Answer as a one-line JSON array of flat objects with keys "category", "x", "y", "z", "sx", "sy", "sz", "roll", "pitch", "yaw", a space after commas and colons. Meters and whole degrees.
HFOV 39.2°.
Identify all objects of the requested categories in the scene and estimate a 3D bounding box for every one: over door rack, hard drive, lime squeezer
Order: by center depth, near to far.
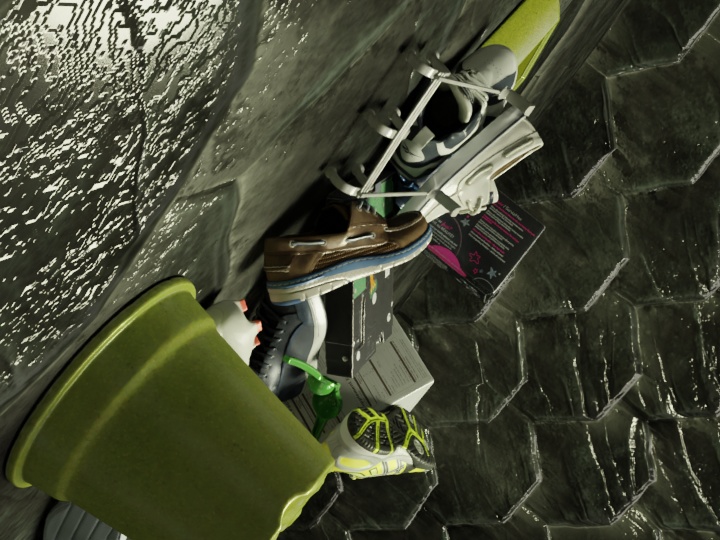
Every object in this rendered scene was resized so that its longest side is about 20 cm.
[{"category": "over door rack", "x": 0.064, "y": -0.135, "z": 1.000, "sx": 0.200, "sy": 0.067, "sz": 0.148, "roll": 5, "pitch": 126, "yaw": -52}, {"category": "lime squeezer", "x": -0.052, "y": 0.137, "z": 1.088, "sx": 0.070, "sy": 0.038, "sz": 0.200, "roll": -28, "pitch": 140, "yaw": -23}, {"category": "hard drive", "x": 0.000, "y": 0.000, "z": 1.115, "sx": 0.140, "sy": 0.038, "sz": 0.201, "roll": -43, "pitch": 137, "yaw": -62}]

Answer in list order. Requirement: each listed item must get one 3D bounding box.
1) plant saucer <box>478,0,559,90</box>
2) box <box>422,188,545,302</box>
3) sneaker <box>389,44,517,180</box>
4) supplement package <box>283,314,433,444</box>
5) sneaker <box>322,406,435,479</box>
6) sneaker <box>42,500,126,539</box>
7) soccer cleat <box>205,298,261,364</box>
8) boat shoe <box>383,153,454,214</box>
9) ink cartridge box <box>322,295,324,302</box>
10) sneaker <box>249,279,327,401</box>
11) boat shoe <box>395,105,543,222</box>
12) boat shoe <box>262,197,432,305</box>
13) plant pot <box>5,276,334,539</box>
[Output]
[{"category": "plant saucer", "x": 0.188, "y": -0.267, "z": 1.348, "sx": 0.200, "sy": 0.048, "sz": 0.200, "roll": -49, "pitch": 173, "yaw": -25}, {"category": "box", "x": 0.128, "y": -0.067, "z": 1.341, "sx": 0.115, "sy": 0.200, "sz": 0.132, "roll": -50, "pitch": 174, "yaw": -4}, {"category": "sneaker", "x": 0.116, "y": -0.192, "z": 1.110, "sx": 0.199, "sy": 0.080, "sz": 0.130, "roll": -40, "pitch": 179, "yaw": -15}, {"category": "supplement package", "x": -0.044, "y": 0.143, "z": 1.254, "sx": 0.200, "sy": 0.151, "sz": 0.152, "roll": -26, "pitch": 164, "yaw": -21}, {"category": "sneaker", "x": 0.018, "y": 0.203, "z": 1.167, "sx": 0.076, "sy": 0.076, "sz": 0.200, "roll": -35, "pitch": 149, "yaw": 19}, {"category": "sneaker", "x": -0.262, "y": 0.243, "z": 0.968, "sx": 0.200, "sy": 0.073, "sz": 0.071, "roll": -46, "pitch": -172, "yaw": 43}, {"category": "soccer cleat", "x": -0.136, "y": 0.108, "z": 0.961, "sx": 0.077, "sy": 0.069, "sz": 0.200, "roll": -23, "pitch": 139, "yaw": -26}, {"category": "boat shoe", "x": 0.045, "y": -0.081, "z": 1.197, "sx": 0.200, "sy": 0.084, "sz": 0.069, "roll": -55, "pitch": -174, "yaw": 8}, {"category": "ink cartridge box", "x": -0.021, "y": 0.001, "z": 1.367, "sx": 0.161, "sy": 0.050, "sz": 0.200, "roll": -51, "pitch": 171, "yaw": -3}, {"category": "sneaker", "x": -0.113, "y": 0.086, "z": 1.060, "sx": 0.146, "sy": 0.077, "sz": 0.203, "roll": -26, "pitch": 140, "yaw": -30}, {"category": "boat shoe", "x": 0.124, "y": -0.098, "z": 1.139, "sx": 0.200, "sy": 0.070, "sz": 0.071, "roll": -41, "pitch": 177, "yaw": -12}, {"category": "boat shoe", "x": -0.008, "y": -0.032, "z": 0.981, "sx": 0.200, "sy": 0.073, "sz": 0.072, "roll": -25, "pitch": -162, "yaw": -39}, {"category": "plant pot", "x": -0.128, "y": 0.140, "z": 0.770, "sx": 0.201, "sy": 0.184, "sz": 0.200, "roll": -51, "pitch": 174, "yaw": -8}]
